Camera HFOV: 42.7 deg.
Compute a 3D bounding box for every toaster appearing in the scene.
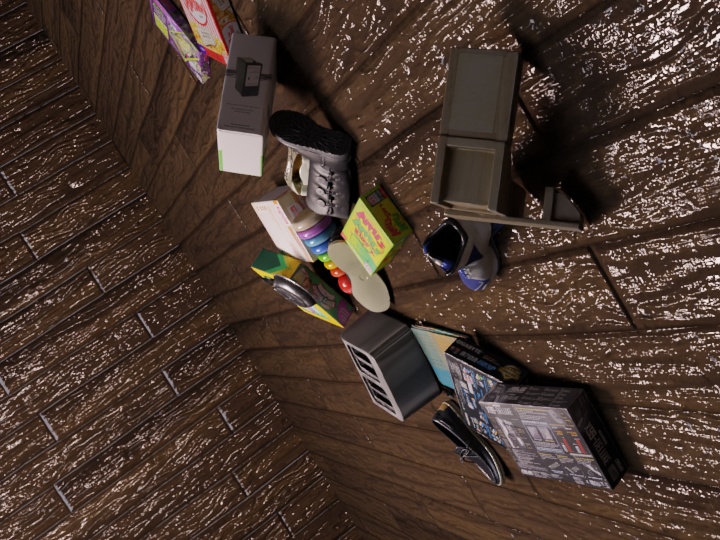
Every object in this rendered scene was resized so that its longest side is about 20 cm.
[{"bbox_3d":[0.069,0.193,1.893,0.199,0.118,0.183,22,143,60],"label":"toaster"}]

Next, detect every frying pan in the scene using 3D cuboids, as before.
[{"bbox_3d":[-0.175,0.035,2.025,0.188,0.031,0.115,22,161,30],"label":"frying pan"}]

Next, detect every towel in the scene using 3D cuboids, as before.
[{"bbox_3d":[0.178,0.171,1.731,0.148,0.022,0.199,61,160,-16],"label":"towel"}]

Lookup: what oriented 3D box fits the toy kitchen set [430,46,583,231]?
[{"bbox_3d":[0.193,-0.146,1.100,0.160,0.184,0.200,8,-179,18],"label":"toy kitchen set"}]

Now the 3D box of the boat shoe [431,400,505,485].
[{"bbox_3d":[0.219,0.360,1.879,0.201,0.062,0.075,51,160,13],"label":"boat shoe"}]

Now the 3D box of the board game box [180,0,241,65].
[{"bbox_3d":[-0.295,-0.504,1.770,0.151,0.046,0.202,35,152,49],"label":"board game box"}]

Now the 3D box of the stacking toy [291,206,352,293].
[{"bbox_3d":[-0.060,-0.037,1.910,0.202,0.085,0.085,59,162,-19],"label":"stacking toy"}]

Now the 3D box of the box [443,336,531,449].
[{"bbox_3d":[0.233,0.225,1.599,0.158,0.046,0.202,25,146,43],"label":"box"}]

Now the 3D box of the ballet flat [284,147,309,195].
[{"bbox_3d":[-0.111,-0.191,1.778,0.201,0.067,0.076,97,159,-61],"label":"ballet flat"}]

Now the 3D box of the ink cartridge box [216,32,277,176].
[{"bbox_3d":[-0.200,-0.295,1.640,0.146,0.082,0.204,105,171,-67],"label":"ink cartridge box"}]

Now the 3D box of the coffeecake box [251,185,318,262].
[{"bbox_3d":[-0.147,-0.104,2.022,0.155,0.073,0.199,60,162,-14],"label":"coffeecake box"}]

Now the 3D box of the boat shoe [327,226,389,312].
[{"bbox_3d":[0.002,-0.001,1.837,0.202,0.073,0.064,55,-154,-30],"label":"boat shoe"}]

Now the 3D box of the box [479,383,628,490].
[{"bbox_3d":[0.296,0.255,1.435,0.199,0.050,0.159,-8,119,57],"label":"box"}]

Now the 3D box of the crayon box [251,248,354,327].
[{"bbox_3d":[-0.132,0.039,2.124,0.200,0.059,0.171,42,164,-35],"label":"crayon box"}]

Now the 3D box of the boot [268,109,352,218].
[{"bbox_3d":[-0.087,-0.188,1.678,0.163,0.066,0.201,27,156,14],"label":"boot"}]

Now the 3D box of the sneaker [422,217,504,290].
[{"bbox_3d":[0.141,-0.032,1.326,0.081,0.114,0.201,48,160,26],"label":"sneaker"}]

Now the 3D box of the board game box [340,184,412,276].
[{"bbox_3d":[0.026,-0.069,1.672,0.102,0.047,0.200,55,162,7],"label":"board game box"}]

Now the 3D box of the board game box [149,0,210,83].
[{"bbox_3d":[-0.401,-0.523,2.047,0.201,0.032,0.120,51,166,14],"label":"board game box"}]
